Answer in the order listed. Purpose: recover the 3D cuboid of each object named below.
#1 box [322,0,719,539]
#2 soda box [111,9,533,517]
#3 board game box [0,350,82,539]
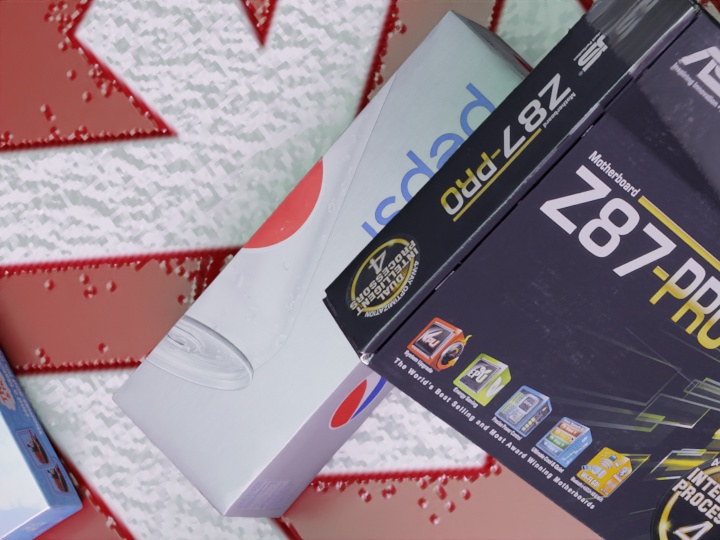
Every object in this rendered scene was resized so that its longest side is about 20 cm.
[{"bbox_3d":[0.110,0.011,0.984,0.161,0.200,0.049,-46,35,8],"label":"box"},{"bbox_3d":[0.000,0.000,1.082,0.068,0.063,0.200,45,100,16],"label":"soda box"},{"bbox_3d":[-0.224,0.049,1.169,0.151,0.037,0.201,-33,78,14],"label":"board game box"}]
